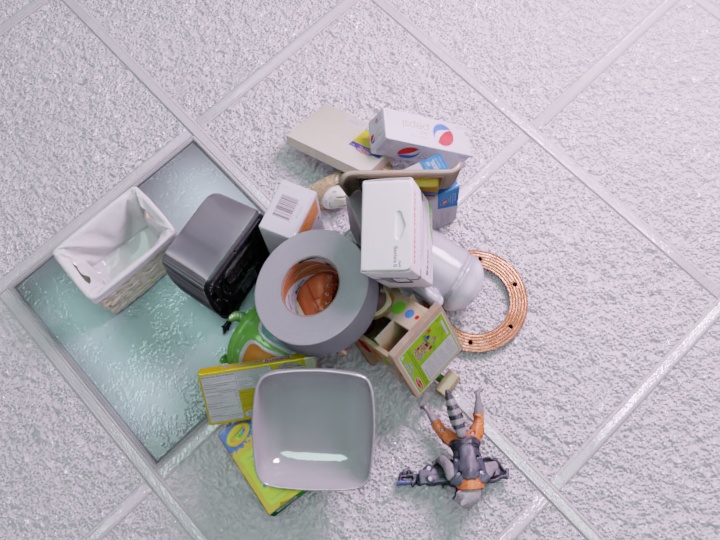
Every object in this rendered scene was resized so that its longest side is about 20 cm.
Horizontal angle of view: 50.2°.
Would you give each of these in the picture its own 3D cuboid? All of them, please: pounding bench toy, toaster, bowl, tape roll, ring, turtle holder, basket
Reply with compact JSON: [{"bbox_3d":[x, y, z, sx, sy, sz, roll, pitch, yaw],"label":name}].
[{"bbox_3d":[0.084,0.136,1.380,0.124,0.201,0.156,-45,43,-15],"label":"pounding bench toy"},{"bbox_3d":[-0.256,-0.017,1.413,0.118,0.181,0.201,29,73,15],"label":"toaster"},{"bbox_3d":[-0.075,0.251,1.259,0.197,0.075,0.202,2,99,0],"label":"bowl"},{"bbox_3d":[-0.072,0.037,1.267,0.198,0.066,0.202,-7,65,16],"label":"tape roll"},{"bbox_3d":[0.216,0.057,1.451,0.198,0.019,0.202,-1,71,3],"label":"ring"},{"bbox_3d":[-0.152,0.131,1.382,0.131,0.185,0.142,26,98,20],"label":"turtle holder"},{"bbox_3d":[-0.447,-0.033,1.452,0.200,0.124,0.136,-41,74,-12],"label":"basket"}]

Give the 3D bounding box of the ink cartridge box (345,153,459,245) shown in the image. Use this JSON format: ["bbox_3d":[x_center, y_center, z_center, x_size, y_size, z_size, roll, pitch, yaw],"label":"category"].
[{"bbox_3d":[0.079,-0.117,1.450,0.199,0.145,0.084,-25,70,-6],"label":"ink cartridge box"}]

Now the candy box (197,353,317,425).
[{"bbox_3d":[-0.168,0.200,1.303,0.198,0.026,0.103,-8,110,-1],"label":"candy box"}]

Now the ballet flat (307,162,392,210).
[{"bbox_3d":[-0.022,-0.162,1.506,0.199,0.071,0.065,-29,43,-6],"label":"ballet flat"}]

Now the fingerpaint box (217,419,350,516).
[{"bbox_3d":[-0.120,0.300,1.349,0.199,0.073,0.167,-35,74,-11],"label":"fingerpaint box"}]

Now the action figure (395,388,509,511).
[{"bbox_3d":[0.152,0.315,1.320,0.198,0.105,0.195,-12,64,-2],"label":"action figure"}]

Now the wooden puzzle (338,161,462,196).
[{"bbox_3d":[0.068,-0.145,1.291,0.198,0.185,0.038,-5,89,4],"label":"wooden puzzle"}]

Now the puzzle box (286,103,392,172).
[{"bbox_3d":[-0.030,-0.255,1.526,0.199,0.026,0.133,29,53,22],"label":"puzzle box"}]

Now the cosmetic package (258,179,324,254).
[{"bbox_3d":[-0.121,-0.070,1.412,0.071,0.200,0.102,21,72,10],"label":"cosmetic package"}]

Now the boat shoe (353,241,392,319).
[{"bbox_3d":[0.000,0.000,1.358,0.073,0.065,0.200,-29,44,-5],"label":"boat shoe"}]

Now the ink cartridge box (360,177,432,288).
[{"bbox_3d":[0.063,-0.055,1.247,0.083,0.200,0.147,-1,82,14],"label":"ink cartridge box"}]

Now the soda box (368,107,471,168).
[{"bbox_3d":[0.117,-0.255,1.495,0.198,0.064,0.069,7,67,-28],"label":"soda box"}]

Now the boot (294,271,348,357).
[{"bbox_3d":[-0.064,0.053,1.333,0.107,0.075,0.200,-38,69,0],"label":"boot"}]

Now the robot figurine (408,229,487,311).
[{"bbox_3d":[0.141,-0.003,1.398,0.199,0.113,0.170,32,46,2],"label":"robot figurine"}]
